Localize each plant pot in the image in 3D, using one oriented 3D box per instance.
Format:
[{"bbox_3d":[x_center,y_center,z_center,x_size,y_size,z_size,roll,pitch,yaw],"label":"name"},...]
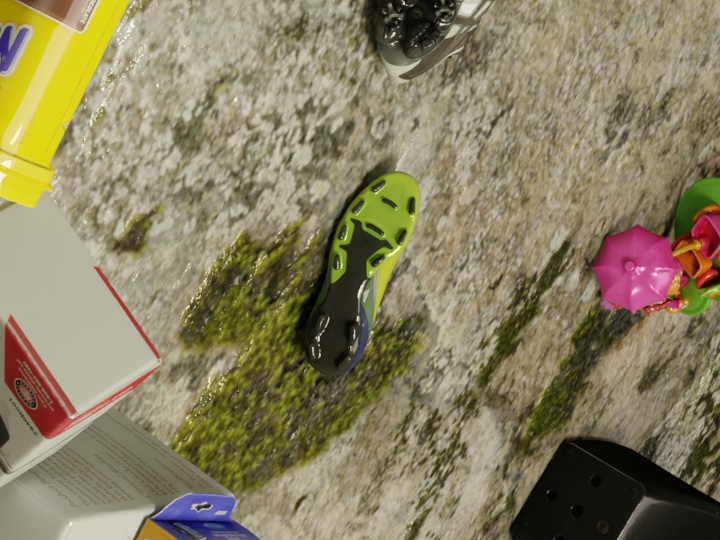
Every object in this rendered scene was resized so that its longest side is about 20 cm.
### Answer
[{"bbox_3d":[0.303,0.316,2.513,0.177,0.200,0.200,32,89,-50],"label":"plant pot"}]

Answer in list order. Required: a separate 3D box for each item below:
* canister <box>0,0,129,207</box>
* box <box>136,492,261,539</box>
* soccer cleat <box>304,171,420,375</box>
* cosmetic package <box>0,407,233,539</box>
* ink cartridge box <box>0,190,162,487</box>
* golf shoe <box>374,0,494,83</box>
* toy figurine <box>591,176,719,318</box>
[{"bbox_3d":[-0.224,-0.161,1.315,0.087,0.148,0.200,22,95,-60],"label":"canister"},{"bbox_3d":[-0.149,0.263,1.579,0.119,0.041,0.200,12,109,-60],"label":"box"},{"bbox_3d":[-0.001,0.000,1.904,0.084,0.065,0.200,-62,173,-82],"label":"soccer cleat"},{"bbox_3d":[-0.241,0.209,1.599,0.200,0.167,0.166,1,117,-56],"label":"cosmetic package"},{"bbox_3d":[-0.239,0.054,1.402,0.084,0.144,0.200,-33,177,-36],"label":"ink cartridge box"},{"bbox_3d":[0.080,-0.241,1.796,0.200,0.078,0.095,-44,164,-22],"label":"golf shoe"},{"bbox_3d":[0.337,-0.001,2.371,0.184,0.150,0.200,-15,155,-34],"label":"toy figurine"}]
